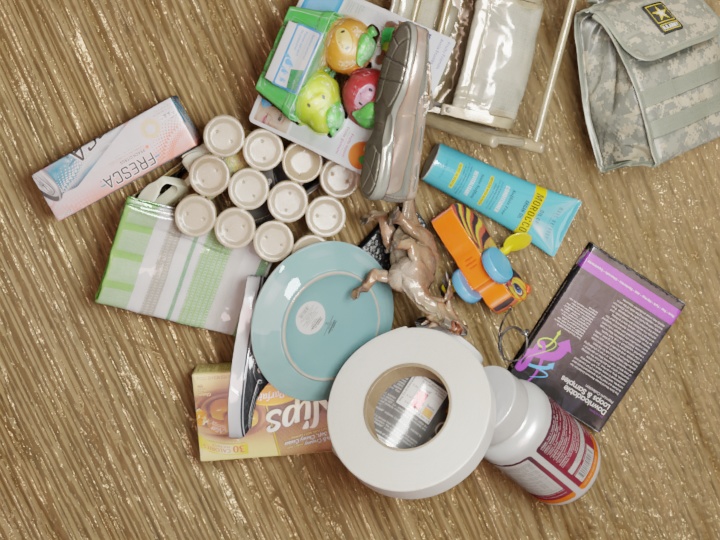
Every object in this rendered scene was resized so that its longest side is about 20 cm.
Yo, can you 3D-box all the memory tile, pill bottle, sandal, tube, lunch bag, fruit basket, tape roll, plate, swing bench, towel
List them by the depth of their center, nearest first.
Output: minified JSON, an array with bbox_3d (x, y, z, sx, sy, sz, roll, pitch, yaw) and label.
[{"bbox_3d":[-0.015,-0.219,1.510,0.199,0.094,0.186,28,98,22],"label":"fruit basket"},{"bbox_3d":[0.059,0.164,1.527,0.201,0.037,0.204,-8,64,15],"label":"tape roll"},{"bbox_3d":[0.345,-0.237,1.540,0.163,0.117,0.202,-23,101,-31],"label":"lunch bag"},{"bbox_3d":[0.130,-0.261,1.542,0.199,0.129,0.201,22,103,33],"label":"swing bench"},{"bbox_3d":[-0.111,-0.090,1.569,0.198,0.017,0.155,19,93,-8],"label":"memory tile"},{"bbox_3d":[-0.039,0.065,1.583,0.199,0.026,0.202,-9,108,-29],"label":"plate"},{"bbox_3d":[0.203,0.202,1.604,0.110,0.110,0.200,-44,129,6],"label":"pill bottle"},{"bbox_3d":[-0.211,0.001,1.607,0.198,0.031,0.150,14,111,-20],"label":"towel"},{"bbox_3d":[0.061,0.168,1.613,0.116,0.116,0.201,36,78,-7],"label":"pill bottle"},{"bbox_3d":[0.173,-0.093,1.628,0.199,0.050,0.078,25,106,-10],"label":"tube"},{"bbox_3d":[0.001,0.000,1.643,0.200,0.048,0.076,-39,102,-8],"label":"sandal"}]

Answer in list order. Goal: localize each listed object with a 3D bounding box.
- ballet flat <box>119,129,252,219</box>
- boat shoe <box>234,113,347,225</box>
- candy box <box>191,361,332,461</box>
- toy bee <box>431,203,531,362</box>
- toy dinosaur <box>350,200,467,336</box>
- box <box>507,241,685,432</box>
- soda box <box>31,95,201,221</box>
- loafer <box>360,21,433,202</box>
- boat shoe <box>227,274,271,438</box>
[{"bbox_3d":[-0.214,-0.109,1.600,0.199,0.071,0.071,-38,98,7],"label":"ballet flat"},{"bbox_3d":[-0.077,-0.125,1.609,0.199,0.057,0.067,-37,98,5],"label":"boat shoe"},{"bbox_3d":[-0.109,0.174,1.662,0.198,0.055,0.117,-5,100,-1],"label":"candy box"},{"bbox_3d":[0.161,0.013,1.628,0.130,0.108,0.202,-10,87,32],"label":"toy bee"},{"bbox_3d":[0.069,-0.009,1.588,0.135,0.202,0.086,24,144,-30],"label":"toy dinosaur"},{"bbox_3d":[0.297,0.086,1.663,0.142,0.036,0.201,32,97,-5],"label":"box"},{"bbox_3d":[-0.297,-0.138,1.602,0.199,0.064,0.069,-29,99,4],"label":"soda box"},{"bbox_3d":[0.050,-0.174,1.455,0.062,0.072,0.202,7,105,-24],"label":"loafer"},{"bbox_3d":[-0.121,0.109,1.596,0.067,0.072,0.202,9,86,-1],"label":"boat shoe"}]
